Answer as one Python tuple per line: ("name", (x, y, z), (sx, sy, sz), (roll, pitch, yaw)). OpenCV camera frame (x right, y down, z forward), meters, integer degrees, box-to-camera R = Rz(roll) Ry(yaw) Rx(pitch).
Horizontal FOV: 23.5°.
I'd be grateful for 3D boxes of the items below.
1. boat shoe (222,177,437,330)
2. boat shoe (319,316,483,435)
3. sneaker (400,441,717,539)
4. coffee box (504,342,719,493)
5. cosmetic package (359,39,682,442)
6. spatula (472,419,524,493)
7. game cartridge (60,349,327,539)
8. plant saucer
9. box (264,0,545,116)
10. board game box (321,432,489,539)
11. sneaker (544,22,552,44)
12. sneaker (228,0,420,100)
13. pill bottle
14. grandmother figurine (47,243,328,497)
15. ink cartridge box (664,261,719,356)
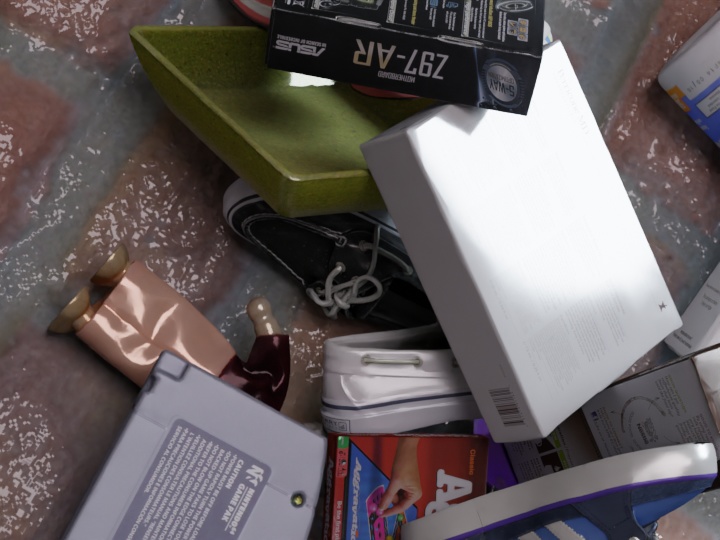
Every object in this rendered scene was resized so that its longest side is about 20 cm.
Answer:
("boat shoe", (-0.001, 0.002, 1.137), (0.198, 0.074, 0.068), (27, 47, -22))
("boat shoe", (0.068, 0.055, 1.096), (0.199, 0.073, 0.067), (-13, 106, -27))
("sneaker", (0.127, 0.191, 0.999), (0.199, 0.081, 0.148), (-19, 80, 15))
("coffee box", (0.197, 0.100, 1.100), (0.114, 0.200, 0.080), (-17, 83, -33))
("cosmetic package", (0.102, -0.019, 1.059), (0.150, 0.052, 0.201), (-31, 101, -36))
("spatula", (0.073, 0.179, 1.127), (0.056, 0.020, 0.201), (34, 62, -32))
("game cartridge", (-0.106, 0.166, 1.022), (0.132, 0.041, 0.201), (29, 78, -4))
("plant saucer", (-0.026, -0.093, 1.120), (0.199, 0.048, 0.200), (-6, 36, -39))
("box", (0.033, -0.185, 1.062), (0.159, 0.044, 0.201), (10, 42, -2))
("board game box", (0.024, 0.200, 1.057), (0.102, 0.019, 0.202), (2, 92, -23))
("sneaker", (0.098, -0.079, 1.219), (0.105, 0.076, 0.201), (42, 67, -17))
("sneaker", (-0.016, -0.192, 1.161), (0.200, 0.087, 0.073), (37, 31, 32))
("pill bottle", (0.328, -0.111, 1.299), (0.200, 0.112, 0.112), (47, 60, -1))
("grandmother figurine", (-0.092, 0.070, 1.084), (0.200, 0.061, 0.121), (43, 86, -6))
("ink cartridge box", (0.334, 0.015, 1.215), (0.145, 0.084, 0.201), (34, 95, -7))
